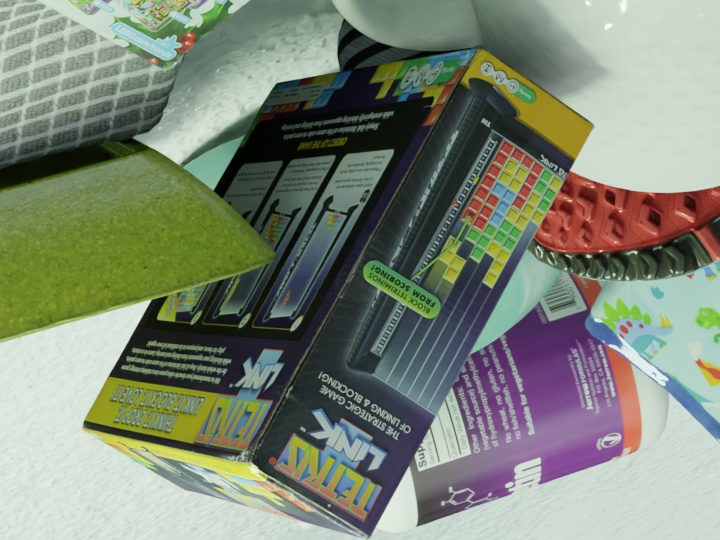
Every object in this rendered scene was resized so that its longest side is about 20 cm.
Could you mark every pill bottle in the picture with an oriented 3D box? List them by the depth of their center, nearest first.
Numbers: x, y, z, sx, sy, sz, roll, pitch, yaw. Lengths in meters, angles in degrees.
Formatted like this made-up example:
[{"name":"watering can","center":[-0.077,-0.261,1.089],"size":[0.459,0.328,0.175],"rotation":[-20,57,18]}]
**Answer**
[{"name":"pill bottle","center":[0.052,0.067,1.345],"size":[0.200,0.113,0.112],"rotation":[-18,157,-8]}]

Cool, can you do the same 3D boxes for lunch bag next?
[{"name":"lunch bag","center":[0.222,-0.041,1.249],"size":[0.200,0.127,0.170],"rotation":[-43,171,-34]}]

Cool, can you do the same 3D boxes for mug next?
[{"name":"mug","center":[0.083,-0.127,0.908],"size":[0.200,0.148,0.175],"rotation":[-11,153,0]}]

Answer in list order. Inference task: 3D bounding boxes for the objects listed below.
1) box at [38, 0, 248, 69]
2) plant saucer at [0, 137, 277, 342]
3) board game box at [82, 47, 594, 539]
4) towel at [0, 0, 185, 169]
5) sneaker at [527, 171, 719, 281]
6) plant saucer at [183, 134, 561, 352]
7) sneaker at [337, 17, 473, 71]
[{"name":"box","center":[-0.073,-0.141,0.698],"size":[0.137,0.039,0.200],"rotation":[-35,144,22]},{"name":"plant saucer","center":[-0.153,-0.013,0.972],"size":[0.200,0.048,0.200],"rotation":[-16,-167,-14]},{"name":"board game box","center":[-0.014,0.006,0.948],"size":[0.057,0.165,0.200],"rotation":[32,170,-19]},{"name":"towel","center":[-0.141,-0.089,0.861],"size":[0.200,0.086,0.166],"rotation":[-13,157,-20]},{"name":"sneaker","center":[0.159,-0.051,1.053],"size":[0.200,0.079,0.096],"rotation":[-27,172,3]},{"name":"plant saucer","center":[0.000,0.000,1.167],"size":[0.200,0.036,0.200],"rotation":[-2,149,-1]},{"name":"sneaker","center":[0.093,-0.098,1.053],"size":[0.200,0.074,0.088],"rotation":[-15,143,7]}]
